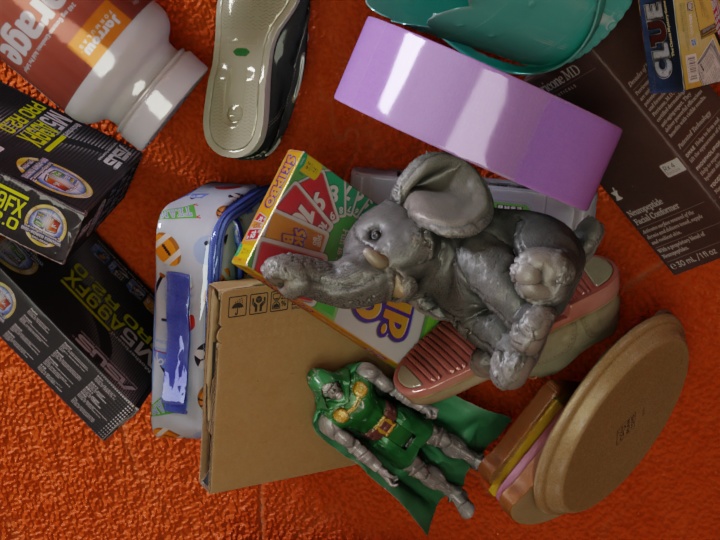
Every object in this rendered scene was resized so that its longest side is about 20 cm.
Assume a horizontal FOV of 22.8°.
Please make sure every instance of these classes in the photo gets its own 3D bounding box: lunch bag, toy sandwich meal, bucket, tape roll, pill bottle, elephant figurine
[{"bbox_3d":[-0.113,0.036,1.400,0.075,0.160,0.202,6,107,14],"label":"lunch bag"},{"bbox_3d":[0.180,0.111,1.407,0.070,0.205,0.206,35,108,28],"label":"toy sandwich meal"},{"bbox_3d":[0.105,-0.247,1.274,0.134,0.207,0.208,16,110,-34],"label":"bucket"},{"bbox_3d":[0.084,-0.112,1.269,0.199,0.200,0.066,25,96,-2],"label":"tape roll"},{"bbox_3d":[-0.220,-0.188,1.376,0.200,0.112,0.112,39,105,-6],"label":"pill bottle"},{"bbox_3d":[0.055,-0.013,1.286,0.199,0.155,0.142,27,97,9],"label":"elephant figurine"}]

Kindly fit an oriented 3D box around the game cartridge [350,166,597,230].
[{"bbox_3d":[0.086,-0.009,1.438,0.198,0.041,0.135,5,109,4],"label":"game cartridge"}]

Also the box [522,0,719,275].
[{"bbox_3d":[0.226,-0.100,1.356,0.075,0.100,0.200,-44,98,-29],"label":"box"}]

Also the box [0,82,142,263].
[{"bbox_3d":[-0.264,-0.085,1.355,0.159,0.200,0.045,26,107,-2],"label":"box"}]

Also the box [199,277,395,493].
[{"bbox_3d":[-0.032,0.079,1.381,0.199,0.021,0.165,-7,110,-35],"label":"box"}]

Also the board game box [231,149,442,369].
[{"bbox_3d":[0.000,0.000,1.351,0.200,0.030,0.096,35,77,-36],"label":"board game box"}]

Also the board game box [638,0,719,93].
[{"bbox_3d":[0.246,-0.234,1.245,0.135,0.034,0.202,-15,101,-36],"label":"board game box"}]

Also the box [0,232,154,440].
[{"bbox_3d":[-0.235,0.020,1.408,0.044,0.160,0.200,-41,98,20],"label":"box"}]

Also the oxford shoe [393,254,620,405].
[{"bbox_3d":[0.120,0.063,1.379,0.199,0.071,0.074,-25,126,-12],"label":"oxford shoe"}]

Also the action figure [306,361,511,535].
[{"bbox_3d":[0.028,0.127,1.397,0.200,0.055,0.119,34,88,-35],"label":"action figure"}]

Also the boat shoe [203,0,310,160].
[{"bbox_3d":[-0.072,-0.185,1.394,0.071,0.067,0.202,15,94,27],"label":"boat shoe"}]
